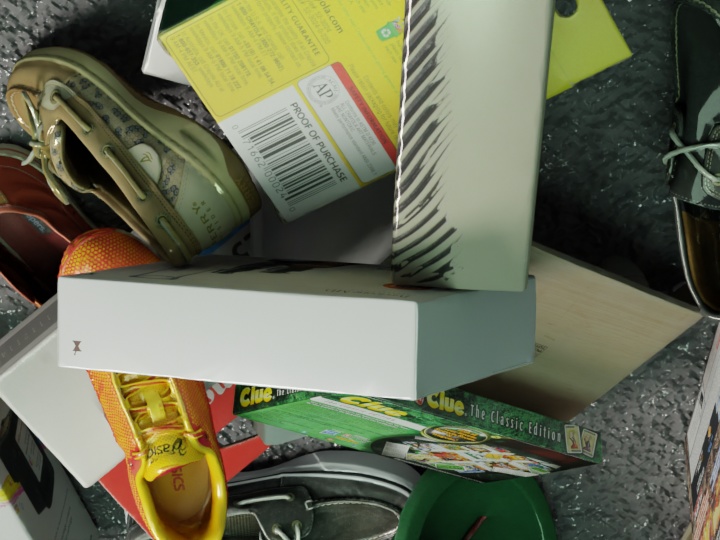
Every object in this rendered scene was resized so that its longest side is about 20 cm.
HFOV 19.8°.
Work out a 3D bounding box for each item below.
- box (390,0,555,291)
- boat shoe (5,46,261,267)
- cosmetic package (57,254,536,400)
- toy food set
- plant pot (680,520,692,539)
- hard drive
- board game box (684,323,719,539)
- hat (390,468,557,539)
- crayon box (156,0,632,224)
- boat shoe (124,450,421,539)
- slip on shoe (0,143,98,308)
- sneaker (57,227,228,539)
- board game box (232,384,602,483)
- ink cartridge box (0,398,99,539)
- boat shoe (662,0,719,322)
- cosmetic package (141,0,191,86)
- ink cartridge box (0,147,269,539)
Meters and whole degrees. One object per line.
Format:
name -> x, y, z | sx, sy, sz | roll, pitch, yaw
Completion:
box -> 0.052, -0.093, 0.949 | 0.068, 0.082, 0.201 | 3, 124, 2
boat shoe -> -0.136, -0.063, 1.099 | 0.199, 0.063, 0.074 | 27, 154, 44
cosmetic package -> -0.030, 0.025, 1.042 | 0.198, 0.151, 0.052 | 4, 98, 26
toy food set -> 0.092, 0.023, 1.195 | 0.199, 0.061, 0.143 | 20, 132, -38
plant pot -> 0.294, 0.226, 1.305 | 0.199, 0.188, 0.188 | 27, 127, 1
hard drive -> 0.000, 0.000, 1.184 | 0.131, 0.026, 0.201 | -15, 128, -22
board game box -> 0.253, 0.116, 1.189 | 0.096, 0.201, 0.160 | 7, 130, -1
hat -> 0.018, 0.210, 1.357 | 0.175, 0.165, 0.202 | -2, 96, 44
crayon box -> 0.018, -0.119, 1.011 | 0.199, 0.051, 0.127 | -24, 120, 19
boat shoe -> -0.055, 0.168, 1.338 | 0.198, 0.071, 0.073 | -6, 127, 5
slip on shoe -> -0.165, 0.011, 1.229 | 0.074, 0.061, 0.200 | -28, 123, 23
sneaker -> -0.111, 0.067, 1.144 | 0.072, 0.077, 0.201 | -23, 116, -8
board game box -> 0.035, 0.089, 1.189 | 0.199, 0.024, 0.104 | 19, 159, -39
ink cartridge box -> -0.277, 0.141, 1.329 | 0.144, 0.083, 0.201 | -12, 127, 15
boat shoe -> 0.197, -0.063, 1.119 | 0.072, 0.067, 0.201 | 24, 139, 43
cosmetic package -> -0.007, -0.139, 1.082 | 0.198, 0.091, 0.107 | 18, 127, -6
ink cartridge box -> -0.092, 0.053, 1.215 | 0.200, 0.045, 0.177 | -39, 120, -1
